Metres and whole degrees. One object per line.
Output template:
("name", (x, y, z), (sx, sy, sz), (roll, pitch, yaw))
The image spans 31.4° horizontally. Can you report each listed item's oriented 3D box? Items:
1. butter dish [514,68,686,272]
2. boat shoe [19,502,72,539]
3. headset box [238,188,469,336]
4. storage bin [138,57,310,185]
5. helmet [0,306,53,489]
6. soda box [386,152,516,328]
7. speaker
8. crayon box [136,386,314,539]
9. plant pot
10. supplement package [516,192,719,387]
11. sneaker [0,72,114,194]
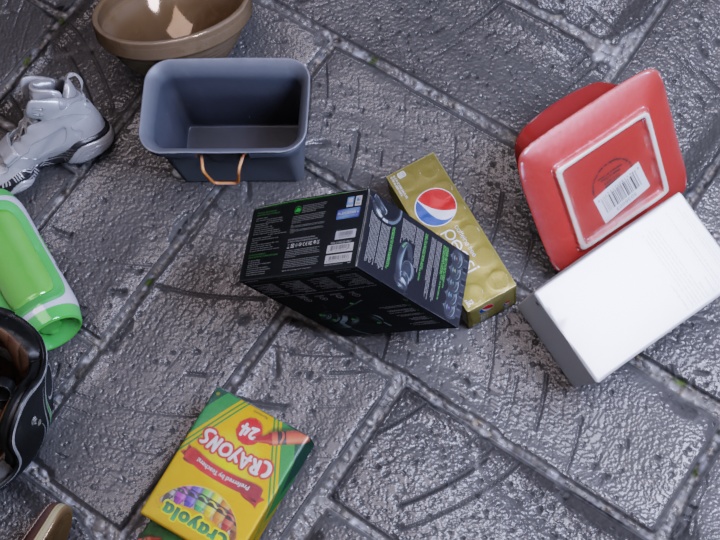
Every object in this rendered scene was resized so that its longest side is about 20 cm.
("butter dish", (0.255, -0.134, 1.492), (0.200, 0.199, 0.148), (-34, 40, -8))
("boat shoe", (-0.399, 0.338, 1.427), (0.072, 0.072, 0.200), (29, 81, 15))
("headset box", (0.000, 0.000, 1.422), (0.174, 0.200, 0.093), (-7, 63, 41))
("storage bin", (-0.152, -0.162, 1.555), (0.200, 0.134, 0.146), (0, 69, 7))
("helmet", (-0.439, 0.156, 1.436), (0.200, 0.191, 0.200), (15, 37, -12))
("soda box", (0.108, -0.036, 1.515), (0.068, 0.064, 0.200), (-28, 69, -5))
("speaker", (-0.414, -0.001, 1.549), (0.088, 0.088, 0.200), (-32, 69, -6))
("crayon box", (-0.156, 0.248, 1.443), (0.127, 0.051, 0.200), (26, 75, 15))
("plant pot", (-0.230, -0.299, 1.619), (0.201, 0.093, 0.201), (-6, 39, 5))
("supplement package", (0.295, 0.025, 1.428), (0.200, 0.120, 0.121), (-34, 85, -7))
("sneaker", (-0.417, -0.172, 1.591), (0.200, 0.115, 0.075), (-23, 42, -5))
